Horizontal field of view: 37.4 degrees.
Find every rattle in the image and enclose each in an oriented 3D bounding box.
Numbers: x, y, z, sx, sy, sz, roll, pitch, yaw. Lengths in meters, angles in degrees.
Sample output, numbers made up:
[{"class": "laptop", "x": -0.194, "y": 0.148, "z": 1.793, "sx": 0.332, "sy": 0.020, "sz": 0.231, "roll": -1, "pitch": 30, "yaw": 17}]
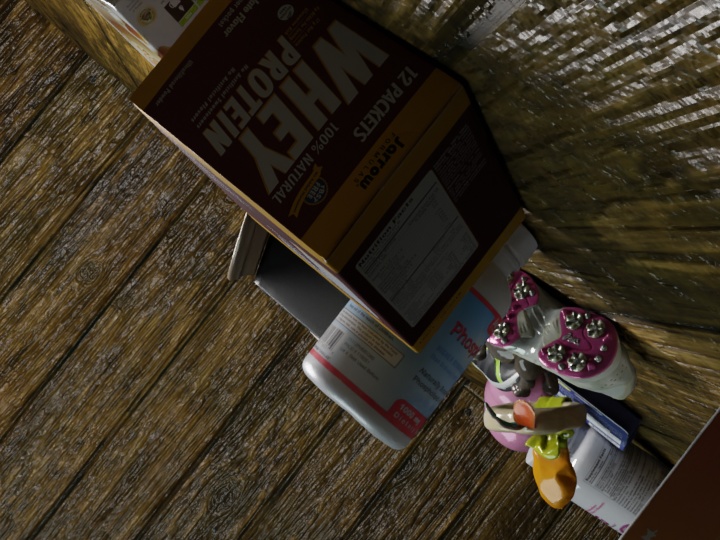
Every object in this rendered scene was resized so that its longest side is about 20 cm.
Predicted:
[{"class": "rattle", "x": 0.199, "y": 0.216, "z": 1.248, "sx": 0.128, "sy": 0.146, "sz": 0.200, "roll": 13, "pitch": -178, "yaw": 10}]

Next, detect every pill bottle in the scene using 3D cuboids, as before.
[{"class": "pill bottle", "x": 0.052, "y": 0.034, "z": 0.860, "sx": 0.108, "sy": 0.201, "sz": 0.109, "roll": 38, "pitch": 177, "yaw": 3}, {"class": "pill bottle", "x": 0.336, "y": 0.280, "z": 1.469, "sx": 0.198, "sy": 0.114, "sz": 0.113, "roll": 33, "pitch": 176, "yaw": 4}]

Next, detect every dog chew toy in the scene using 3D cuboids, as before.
[{"class": "dog chew toy", "x": 0.236, "y": 0.188, "z": 1.561, "sx": 0.124, "sy": 0.125, "sz": 0.201, "roll": 37, "pitch": 168, "yaw": 29}]

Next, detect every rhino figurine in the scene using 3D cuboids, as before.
[{"class": "rhino figurine", "x": 0.158, "y": 0.070, "z": 1.275, "sx": 0.199, "sy": 0.059, "sz": 0.088, "roll": 39, "pitch": 149, "yaw": 32}]

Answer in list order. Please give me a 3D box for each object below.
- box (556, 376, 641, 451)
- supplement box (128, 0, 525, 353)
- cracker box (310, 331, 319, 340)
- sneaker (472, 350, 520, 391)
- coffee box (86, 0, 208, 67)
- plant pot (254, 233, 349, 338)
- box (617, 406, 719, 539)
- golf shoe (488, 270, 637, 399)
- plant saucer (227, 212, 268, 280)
[{"class": "box", "x": 0.297, "y": 0.171, "z": 1.348, "sx": 0.121, "sy": 0.033, "sz": 0.200, "roll": 39, "pitch": 177, "yaw": 18}, {"class": "supplement box", "x": -0.015, "y": -0.077, "z": 0.744, "sx": 0.196, "sy": 0.133, "sz": 0.200, "roll": 38, "pitch": 176, "yaw": 27}, {"class": "cracker box", "x": -0.041, "y": 0.036, "z": 1.558, "sx": 0.200, "sy": 0.057, "sz": 0.134, "roll": 47, "pitch": -147, "yaw": -9}, {"class": "sneaker", "x": 0.177, "y": 0.105, "z": 1.466, "sx": 0.083, "sy": 0.072, "sz": 0.200, "roll": 50, "pitch": 170, "yaw": -17}, {"class": "coffee box", "x": -0.149, "y": -0.209, "z": 0.937, "sx": 0.114, "sy": 0.080, "sz": 0.200, "roll": 36, "pitch": 175, "yaw": 45}, {"class": "plant pot", "x": 0.000, "y": 0.000, "z": 1.182, "sx": 0.199, "sy": 0.178, "sz": 0.200, "roll": 38, "pitch": 176, "yaw": 26}, {"class": "box", "x": 0.281, "y": 0.223, "z": 0.800, "sx": 0.152, "sy": 0.201, "sz": 0.106, "roll": 37, "pitch": 178, "yaw": 24}, {"class": "golf shoe", "x": 0.175, "y": 0.063, "z": 0.988, "sx": 0.091, "sy": 0.076, "sz": 0.200, "roll": 38, "pitch": 180, "yaw": -37}, {"class": "plant saucer", "x": -0.100, "y": -0.082, "z": 1.151, "sx": 0.029, "sy": 0.204, "sz": 0.200, "roll": 18, "pitch": 178, "yaw": -4}]
